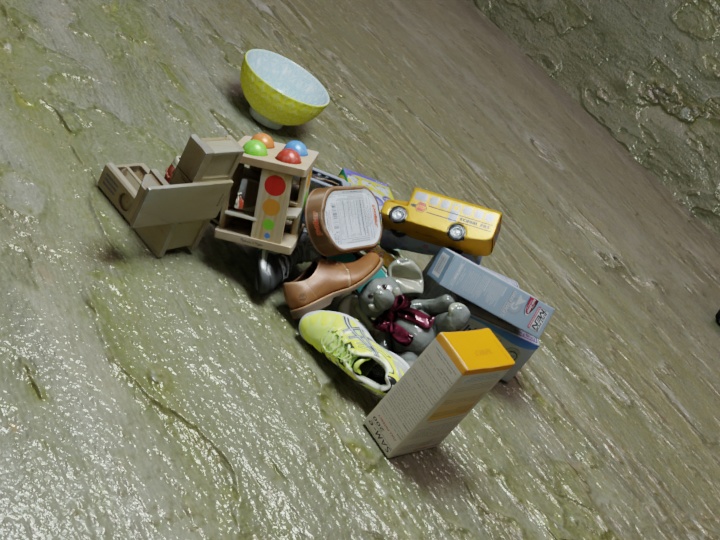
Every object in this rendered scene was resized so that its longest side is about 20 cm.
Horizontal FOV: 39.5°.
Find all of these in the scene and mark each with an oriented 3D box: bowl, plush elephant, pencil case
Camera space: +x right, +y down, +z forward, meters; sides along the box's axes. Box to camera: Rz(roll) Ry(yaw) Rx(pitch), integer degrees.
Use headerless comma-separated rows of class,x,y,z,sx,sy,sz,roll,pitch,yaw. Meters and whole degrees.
bowl,-0.176,-0.363,2.106,0.199,0.108,0.201,27,28,-16
plush elephant,0.059,0.070,1.626,0.155,0.165,0.200,45,-3,-8
pencil case,0.131,-0.064,1.809,0.199,0.084,0.091,10,-20,12

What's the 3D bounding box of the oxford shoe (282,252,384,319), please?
oxford shoe,-0.041,0.006,1.622,0.199,0.071,0.072,-28,98,-37

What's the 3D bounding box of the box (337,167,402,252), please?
box,0.022,-0.118,2.003,0.117,0.048,0.201,18,33,-29

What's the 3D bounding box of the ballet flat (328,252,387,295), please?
ballet flat,0.000,0.000,1.777,0.200,0.070,0.069,44,28,19

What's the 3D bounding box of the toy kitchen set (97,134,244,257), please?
toy kitchen set,-0.317,-0.148,1.500,0.181,0.201,0.163,46,33,23

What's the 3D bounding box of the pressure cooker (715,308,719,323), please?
pressure cooker,1.061,0.126,2.629,0.200,0.179,0.176,45,26,20

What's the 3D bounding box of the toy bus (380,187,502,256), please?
toy bus,0.138,-0.085,1.732,0.199,0.079,0.065,18,-21,13

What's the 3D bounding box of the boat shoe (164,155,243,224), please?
boat shoe,-0.240,-0.124,1.701,0.199,0.063,0.071,28,26,-16

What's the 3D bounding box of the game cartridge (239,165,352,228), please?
game cartridge,-0.118,-0.133,1.771,0.199,0.133,0.042,18,42,-31

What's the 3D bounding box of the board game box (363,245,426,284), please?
board game box,0.026,-0.033,1.807,0.200,0.030,0.095,33,2,-31

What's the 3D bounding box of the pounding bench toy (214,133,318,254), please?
pounding bench toy,-0.181,-0.137,1.581,0.199,0.157,0.124,13,20,3

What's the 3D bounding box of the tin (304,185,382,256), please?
tin,-0.024,-0.083,1.649,0.200,0.042,0.113,-12,96,-60

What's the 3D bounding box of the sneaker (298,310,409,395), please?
sneaker,-0.010,0.120,1.517,0.199,0.076,0.076,29,6,17

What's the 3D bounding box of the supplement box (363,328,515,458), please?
supplement box,0.113,0.177,1.460,0.126,0.200,0.074,0,46,-50

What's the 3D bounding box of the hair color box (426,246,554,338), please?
hair color box,0.219,0.036,1.698,0.199,0.061,0.099,28,5,-12

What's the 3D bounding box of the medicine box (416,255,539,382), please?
medicine box,0.207,0.079,1.829,0.181,0.103,0.201,24,30,-20

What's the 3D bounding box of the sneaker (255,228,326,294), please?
sneaker,-0.110,-0.025,1.637,0.115,0.075,0.200,6,31,-3
